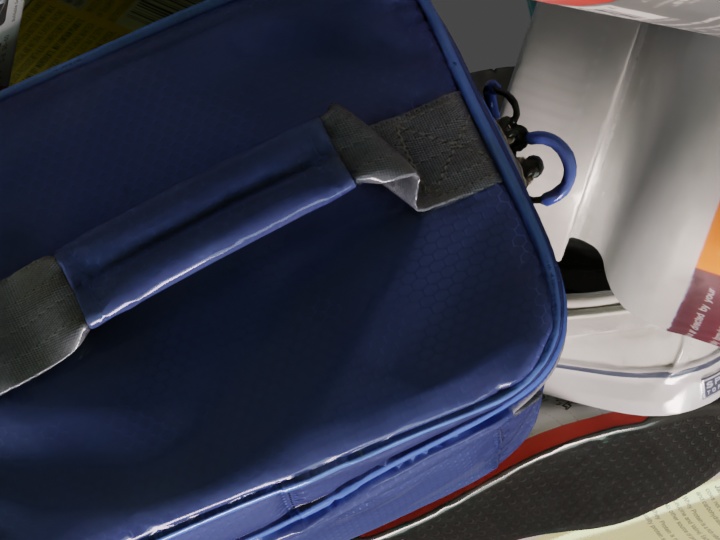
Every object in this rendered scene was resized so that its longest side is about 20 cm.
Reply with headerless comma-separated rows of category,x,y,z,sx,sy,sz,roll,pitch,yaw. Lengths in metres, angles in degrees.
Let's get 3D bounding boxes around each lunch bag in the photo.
lunch bag,-0.035,0.008,0.704,0.200,0.136,0.132,-25,169,-3

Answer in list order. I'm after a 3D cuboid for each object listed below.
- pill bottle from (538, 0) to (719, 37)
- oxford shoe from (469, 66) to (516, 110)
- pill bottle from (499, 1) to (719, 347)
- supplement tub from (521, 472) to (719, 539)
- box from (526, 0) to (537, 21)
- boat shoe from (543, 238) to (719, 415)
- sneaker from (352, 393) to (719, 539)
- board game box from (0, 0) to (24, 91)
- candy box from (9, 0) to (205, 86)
pill bottle,0.113,-0.116,0.686,0.200,0.116,0.116,4,154,-44
oxford shoe,0.000,0.000,0.989,0.073,0.085,0.200,-2,161,-41
pill bottle,0.140,-0.023,0.789,0.200,0.110,0.110,18,160,3
supplement tub,0.138,0.054,1.143,0.200,0.145,0.145,-21,160,22
box,0.118,-0.066,0.935,0.082,0.049,0.200,-17,161,10
boat shoe,0.055,0.005,1.033,0.200,0.065,0.074,5,-147,29
sneaker,0.050,0.059,1.064,0.201,0.108,0.067,-23,138,9
board game box,-0.133,-0.088,0.606,0.126,0.035,0.200,-23,154,-28
candy box,-0.092,-0.073,0.756,0.102,0.026,0.200,25,145,-22
